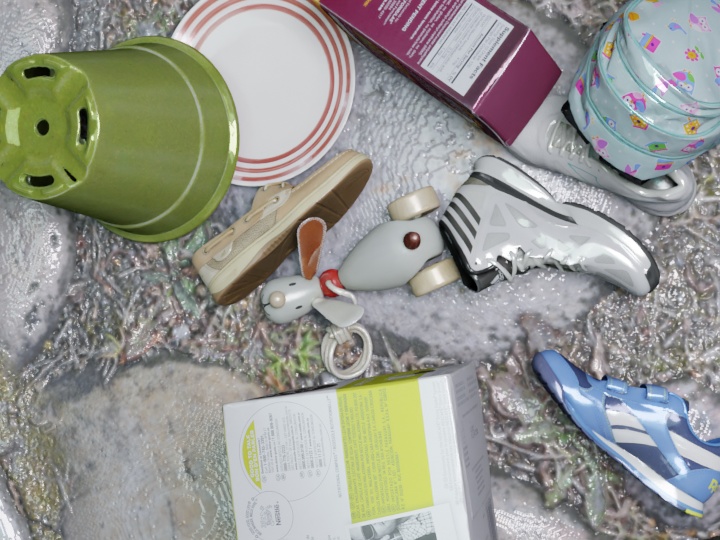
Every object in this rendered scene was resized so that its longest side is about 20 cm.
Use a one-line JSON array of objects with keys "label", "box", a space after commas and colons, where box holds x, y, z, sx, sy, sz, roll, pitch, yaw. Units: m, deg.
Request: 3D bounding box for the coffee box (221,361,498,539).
[{"label": "coffee box", "box": [0.008, 0.195, 1.032, 0.195, 0.200, 0.203, -9, 86, 11]}]

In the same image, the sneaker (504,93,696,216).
[{"label": "sneaker", "box": [0.209, -0.112, 1.068, 0.198, 0.080, 0.071, 24, 94, 13]}]

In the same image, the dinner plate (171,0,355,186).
[{"label": "dinner plate", "box": [-0.099, -0.182, 1.162, 0.197, 0.024, 0.203, -1, 86, 11]}]

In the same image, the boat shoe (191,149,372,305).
[{"label": "boat shoe", "box": [-0.077, -0.053, 1.126, 0.199, 0.071, 0.065, -40, 70, 6]}]

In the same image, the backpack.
[{"label": "backpack", "box": [0.259, -0.169, 0.999, 0.166, 0.127, 0.200, 40, 53, 13]}]

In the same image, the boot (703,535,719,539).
[{"label": "boot", "box": [0.383, 0.288, 1.022, 0.198, 0.077, 0.140, -18, 88, 24]}]

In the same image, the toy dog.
[{"label": "toy dog", "box": [0.000, 0.000, 1.095, 0.200, 0.096, 0.132, -43, 80, 6]}]

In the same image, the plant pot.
[{"label": "plant pot", "box": [-0.238, -0.123, 1.087, 0.197, 0.190, 0.203, 1, 94, 20]}]

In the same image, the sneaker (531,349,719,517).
[{"label": "sneaker", "box": [0.239, 0.128, 1.055, 0.199, 0.074, 0.083, 39, 93, 3]}]

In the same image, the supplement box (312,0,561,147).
[{"label": "supplement box", "box": [0.068, -0.208, 1.063, 0.199, 0.110, 0.086, 39, 96, 25]}]

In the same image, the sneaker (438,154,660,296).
[{"label": "sneaker", "box": [0.157, -0.007, 1.059, 0.199, 0.076, 0.116, 32, 72, 20]}]
